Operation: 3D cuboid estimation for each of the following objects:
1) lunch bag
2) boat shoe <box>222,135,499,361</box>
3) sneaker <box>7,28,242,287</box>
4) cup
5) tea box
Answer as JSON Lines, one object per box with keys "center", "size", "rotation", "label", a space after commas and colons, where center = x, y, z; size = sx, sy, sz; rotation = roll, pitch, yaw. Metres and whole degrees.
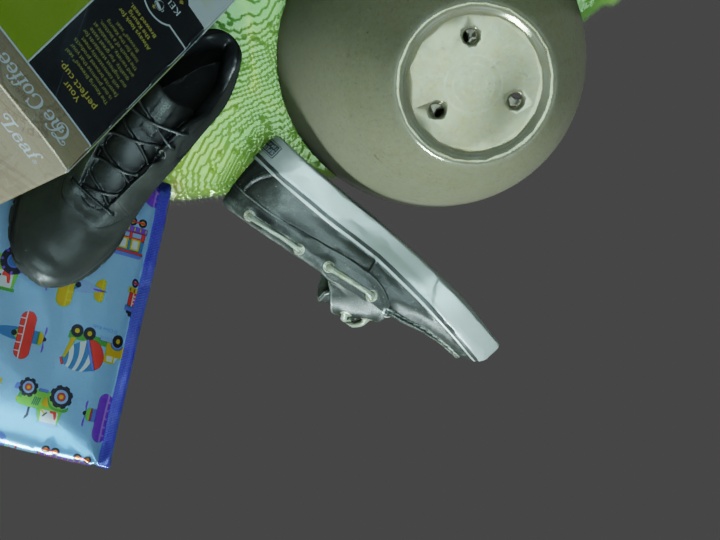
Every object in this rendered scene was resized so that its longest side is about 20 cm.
{"center": [-0.209, 0.007, 1.716], "size": [0.150, 0.094, 0.200], "rotation": [15, 90, -10], "label": "lunch bag"}
{"center": [0.000, 0.000, 1.757], "size": [0.200, 0.071, 0.064], "rotation": [40, 92, -7], "label": "boat shoe"}
{"center": [-0.144, -0.076, 1.672], "size": [0.076, 0.091, 0.200], "rotation": [38, 71, -8], "label": "sneaker"}
{"center": [0.056, -0.126, 1.697], "size": [0.200, 0.143, 0.201], "rotation": [-2, 102, -9], "label": "cup"}
{"center": [-0.213, -0.170, 1.600], "size": [0.200, 0.134, 0.197], "rotation": [53, 48, -15], "label": "tea box"}
